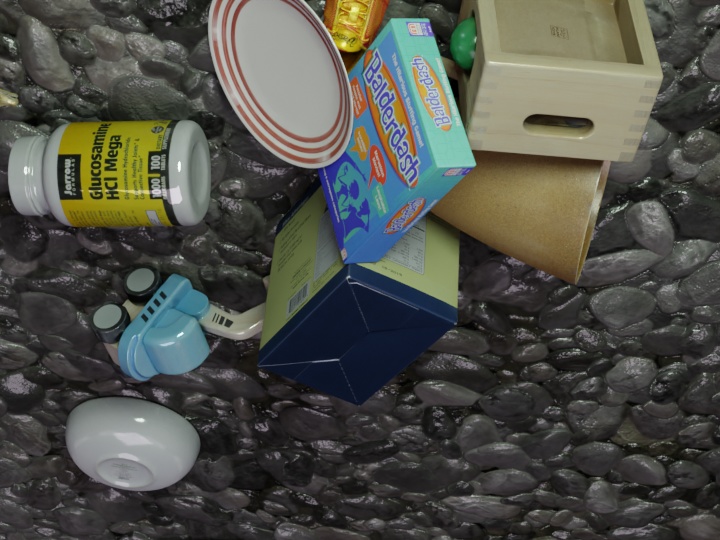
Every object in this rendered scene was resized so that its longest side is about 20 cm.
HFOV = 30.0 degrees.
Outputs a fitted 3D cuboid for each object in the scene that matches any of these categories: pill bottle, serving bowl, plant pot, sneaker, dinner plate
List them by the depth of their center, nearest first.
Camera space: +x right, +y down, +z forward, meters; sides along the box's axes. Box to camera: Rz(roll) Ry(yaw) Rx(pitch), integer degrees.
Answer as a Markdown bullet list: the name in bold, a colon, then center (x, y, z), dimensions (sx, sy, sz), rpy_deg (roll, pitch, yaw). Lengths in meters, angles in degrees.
- **sneaker**: center (0.000, -0.248, 1.249), dimensions (0.072, 0.078, 0.201), rpy_deg (10, 141, -5)
- **dinner plate**: center (-0.074, -0.194, 1.296), dimensions (0.199, 0.024, 0.201), rpy_deg (32, 141, 30)
- **plant pot**: center (0.145, -0.101, 1.351), dimensions (0.198, 0.187, 0.187), rpy_deg (15, 143, 12)
- **pill bottle**: center (-0.268, -0.103, 1.438), dimensions (0.198, 0.113, 0.113), rpy_deg (-1, 141, 9)
- **serving bowl**: center (-0.334, 0.265, 1.940), dimensions (0.198, 0.066, 0.201), rpy_deg (4, 142, 3)

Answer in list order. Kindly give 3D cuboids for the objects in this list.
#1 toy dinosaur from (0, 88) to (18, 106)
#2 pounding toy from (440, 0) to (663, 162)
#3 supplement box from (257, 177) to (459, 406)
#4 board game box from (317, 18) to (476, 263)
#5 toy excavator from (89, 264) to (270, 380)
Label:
- **toy dinosaur**: center (-0.441, -0.190, 1.363), dimensions (0.198, 0.102, 0.058), rpy_deg (-6, 140, 16)
- **pounding toy**: center (0.149, -0.190, 1.235), dimensions (0.198, 0.185, 0.143), rpy_deg (4, 137, -6)
- **supplement box**: center (0.000, 0.000, 1.455), dimensions (0.133, 0.201, 0.200), rpy_deg (24, 139, -22)
- **board game box**: center (0.023, -0.117, 1.263), dimensions (0.045, 0.153, 0.200), rpy_deg (-4, 157, -30)
- **toy excavator**: center (-0.195, 0.065, 1.633), dimensions (0.199, 0.195, 0.100), rpy_deg (22, 148, 26)
